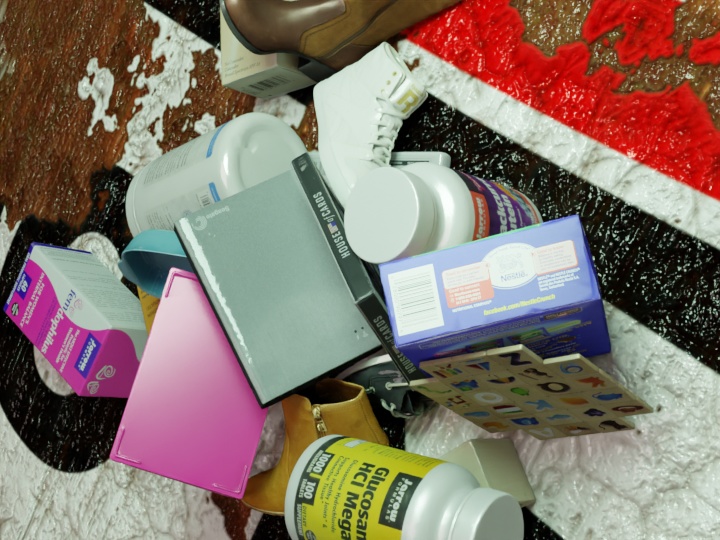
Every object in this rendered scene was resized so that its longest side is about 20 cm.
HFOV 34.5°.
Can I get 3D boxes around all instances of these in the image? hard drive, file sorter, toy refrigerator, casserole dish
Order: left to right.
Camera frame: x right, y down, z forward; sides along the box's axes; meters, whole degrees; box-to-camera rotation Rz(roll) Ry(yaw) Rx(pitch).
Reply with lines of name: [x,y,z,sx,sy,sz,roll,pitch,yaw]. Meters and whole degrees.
file sorter: [-0.163,0.126,1.225,0.137,0.126,0.203,17,74,-3]
casserole dish: [-0.166,0.001,1.263,0.196,0.122,0.039,8,62,12]
hard drive: [-0.080,0.014,1.141,0.202,0.138,0.033,62,162,12]
toy refrigerator: [0.064,0.237,1.112,0.199,0.075,0.071,-36,63,29]

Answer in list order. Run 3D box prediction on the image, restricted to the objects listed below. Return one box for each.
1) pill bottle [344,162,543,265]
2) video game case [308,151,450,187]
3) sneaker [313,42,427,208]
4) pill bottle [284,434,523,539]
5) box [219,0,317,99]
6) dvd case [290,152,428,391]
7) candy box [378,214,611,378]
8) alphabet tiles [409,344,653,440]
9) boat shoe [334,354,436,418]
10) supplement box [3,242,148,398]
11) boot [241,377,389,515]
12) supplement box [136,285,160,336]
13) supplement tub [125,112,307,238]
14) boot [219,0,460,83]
pill bottle: [0.077,-0.036,1.058,0.110,0.198,0.114,-6,80,38]
video game case: [0.002,-0.033,1.233,0.197,0.024,0.186,4,87,39]
sneaker: [0.018,-0.147,1.182,0.115,0.073,0.203,-32,51,24]
pill bottle: [0.038,0.216,1.016,0.198,0.112,0.115,6,88,39]
box: [-0.104,-0.309,1.321,0.094,0.077,0.204,-12,77,38]
dvd case: [0.000,0.000,1.094,0.024,0.151,0.201,-30,47,4]
candy box: [0.120,0.034,0.985,0.166,0.200,0.078,-14,71,10]
alphabet tiles: [0.145,0.107,0.988,0.164,0.199,0.006,-14,57,36]
boat shoe: [0.051,0.112,1.140,0.198,0.075,0.061,-26,62,34]
supplement box: [-0.344,0.062,1.452,0.199,0.103,0.102,37,106,34]
boot: [-0.060,0.173,1.183,0.198,0.071,0.146,-8,118,29]
supplement box: [-0.209,0.060,1.365,0.066,0.068,0.203,-31,67,34]
supplement tub: [-0.156,-0.085,1.284,0.198,0.130,0.135,-15,74,47]
boot: [-0.021,-0.275,1.181,0.198,0.187,0.070,-24,52,36]
